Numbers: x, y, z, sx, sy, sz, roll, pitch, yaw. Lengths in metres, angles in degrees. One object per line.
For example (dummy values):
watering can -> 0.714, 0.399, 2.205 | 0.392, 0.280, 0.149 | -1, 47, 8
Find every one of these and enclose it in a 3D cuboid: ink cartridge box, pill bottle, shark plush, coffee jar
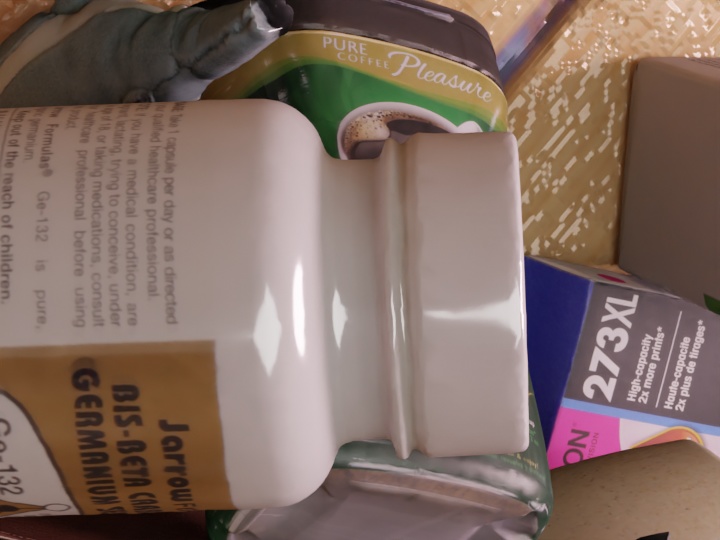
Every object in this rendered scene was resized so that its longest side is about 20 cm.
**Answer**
ink cartridge box -> 0.112, 0.054, 1.069 | 0.200, 0.037, 0.095 | 12, 98, -23
pill bottle -> -0.054, 0.010, 0.798 | 0.200, 0.114, 0.115 | -2, 104, 2
shark plush -> -0.079, -0.036, 0.891 | 0.091, 0.200, 0.083 | 42, 49, -35
coffee jar -> 0.000, 0.000, 0.928 | 0.104, 0.085, 0.200 | 13, 53, -24
ink cartridge box -> 0.215, -0.026, 1.031 | 0.200, 0.145, 0.084 | -2, 103, -24

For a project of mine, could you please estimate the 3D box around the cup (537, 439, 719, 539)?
cup -> 0.094, 0.142, 0.981 | 0.143, 0.200, 0.200 | -41, 114, -4

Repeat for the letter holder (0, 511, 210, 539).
letter holder -> -0.125, 0.111, 0.918 | 0.200, 0.142, 0.101 | 16, 95, -26

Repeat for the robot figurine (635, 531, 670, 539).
robot figurine -> 0.049, 0.146, 0.849 | 0.200, 0.145, 0.058 | -7, 151, 5
